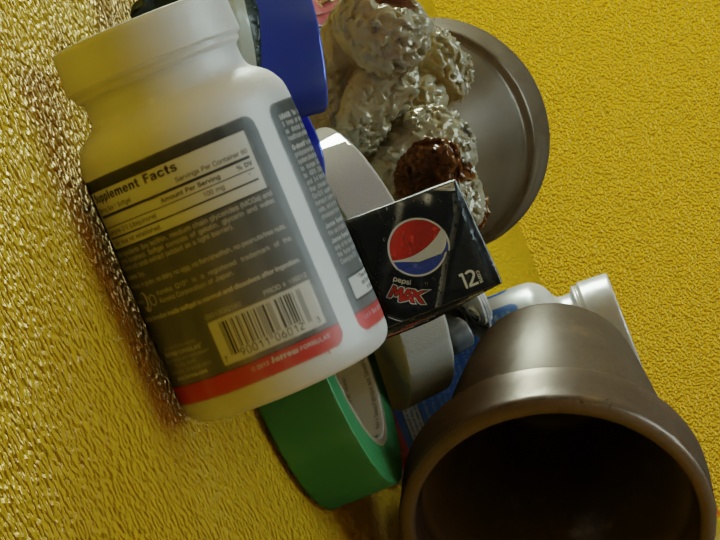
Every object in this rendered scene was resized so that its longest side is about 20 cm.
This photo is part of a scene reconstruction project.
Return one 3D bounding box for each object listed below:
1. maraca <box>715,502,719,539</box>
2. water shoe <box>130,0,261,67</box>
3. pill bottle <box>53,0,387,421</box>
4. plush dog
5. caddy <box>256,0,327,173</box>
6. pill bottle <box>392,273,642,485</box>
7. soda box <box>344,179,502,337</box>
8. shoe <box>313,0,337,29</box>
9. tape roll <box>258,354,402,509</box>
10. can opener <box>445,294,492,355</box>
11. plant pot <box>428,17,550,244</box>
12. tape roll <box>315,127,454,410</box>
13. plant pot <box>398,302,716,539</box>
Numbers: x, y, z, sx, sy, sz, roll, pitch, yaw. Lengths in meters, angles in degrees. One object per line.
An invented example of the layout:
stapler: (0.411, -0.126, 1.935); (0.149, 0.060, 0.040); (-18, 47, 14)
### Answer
maraca: (0.227, 0.214, 1.488); (0.200, 0.107, 0.137); (30, -24, 41)
water shoe: (-0.096, -0.063, 1.206); (0.072, 0.079, 0.200); (-99, -170, -69)
pill bottle: (-0.074, -0.034, 1.103); (0.116, 0.116, 0.200); (-44, 112, -80)
plush dog: (0.023, -0.090, 1.543); (0.172, 0.160, 0.200); (54, 8, 15)
caddy: (-0.085, -0.130, 1.319); (0.142, 0.105, 0.200); (91, -13, -49)
pill bottle: (0.102, 0.075, 1.586); (0.112, 0.200, 0.112); (-21, 90, -83)
soda box: (0.019, 0.002, 1.228); (0.200, 0.071, 0.063); (137, -69, -79)
shoe: (-0.058, -0.187, 1.627); (0.091, 0.071, 0.200); (51, 25, 5)
tape roll: (-0.033, 0.049, 1.358); (0.200, 0.048, 0.201); (-23, 90, -81)
can opener: (0.020, 0.010, 1.572); (0.200, 0.067, 0.053); (24, -40, 48)
plant pot: (0.034, -0.093, 1.730); (0.200, 0.200, 0.174); (67, 24, -4)
tape roll: (0.000, 0.000, 1.473); (0.203, 0.037, 0.203); (57, -15, 25)
plant pot: (0.130, 0.113, 1.424); (0.175, 0.200, 0.200); (-82, 150, -56)
